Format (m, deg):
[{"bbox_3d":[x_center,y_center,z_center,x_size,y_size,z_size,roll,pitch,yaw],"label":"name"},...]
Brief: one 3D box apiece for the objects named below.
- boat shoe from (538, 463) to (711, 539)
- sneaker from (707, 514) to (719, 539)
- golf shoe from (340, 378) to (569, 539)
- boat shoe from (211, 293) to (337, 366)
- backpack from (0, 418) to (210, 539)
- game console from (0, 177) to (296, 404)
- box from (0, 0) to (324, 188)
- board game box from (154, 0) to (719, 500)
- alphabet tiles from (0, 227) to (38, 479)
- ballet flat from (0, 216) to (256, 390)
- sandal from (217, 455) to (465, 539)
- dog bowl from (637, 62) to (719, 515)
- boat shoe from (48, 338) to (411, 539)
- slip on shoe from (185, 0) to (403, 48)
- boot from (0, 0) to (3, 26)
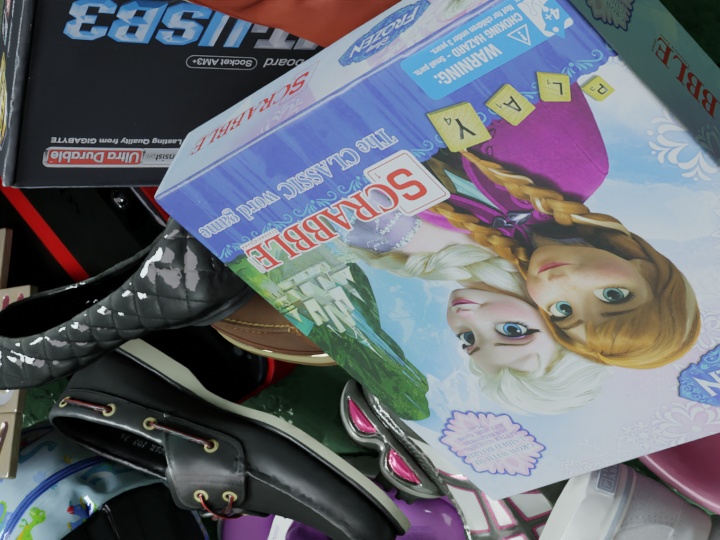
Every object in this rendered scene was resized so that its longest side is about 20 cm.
[{"bbox_3d":[0.092,0.172,0.734,0.068,0.072,0.201,22,112,3],"label":"boat shoe"},{"bbox_3d":[0.174,0.194,0.742,0.078,0.099,0.201,10,134,29],"label":"sneaker"},{"bbox_3d":[0.081,0.101,0.781,0.200,0.077,0.088,41,128,5],"label":"golf shoe"},{"bbox_3d":[0.000,0.000,0.755,0.199,0.072,0.067,-1,160,36],"label":"boat shoe"},{"bbox_3d":[-0.155,0.180,0.936,0.154,0.163,0.200,47,152,29],"label":"backpack"},{"bbox_3d":[-0.134,0.000,0.899,0.200,0.031,0.177,52,140,-4],"label":"game console"},{"bbox_3d":[-0.034,-0.120,0.645,0.050,0.199,0.199,-113,31,-44],"label":"box"},{"bbox_3d":[0.060,-0.009,0.603,0.199,0.041,0.200,42,138,-22],"label":"board game box"},{"bbox_3d":[-0.237,0.065,0.927,0.199,0.008,0.168,-8,73,49],"label":"alphabet tiles"},{"bbox_3d":[-0.127,0.010,0.790,0.199,0.067,0.057,-20,116,35],"label":"ballet flat"},{"bbox_3d":[-0.014,0.140,0.888,0.202,0.050,0.083,-21,106,42],"label":"sandal"},{"bbox_3d":[0.172,0.019,0.663,0.199,0.074,0.201,17,128,24],"label":"dog bowl"},{"bbox_3d":[-0.067,0.097,0.833,0.201,0.063,0.074,24,157,26],"label":"boat shoe"},{"bbox_3d":[0.014,-0.102,0.603,0.199,0.061,0.074,11,129,-29],"label":"slip on shoe"},{"bbox_3d":[-0.121,-0.071,0.748,0.200,0.155,0.072,41,135,7],"label":"boot"}]
